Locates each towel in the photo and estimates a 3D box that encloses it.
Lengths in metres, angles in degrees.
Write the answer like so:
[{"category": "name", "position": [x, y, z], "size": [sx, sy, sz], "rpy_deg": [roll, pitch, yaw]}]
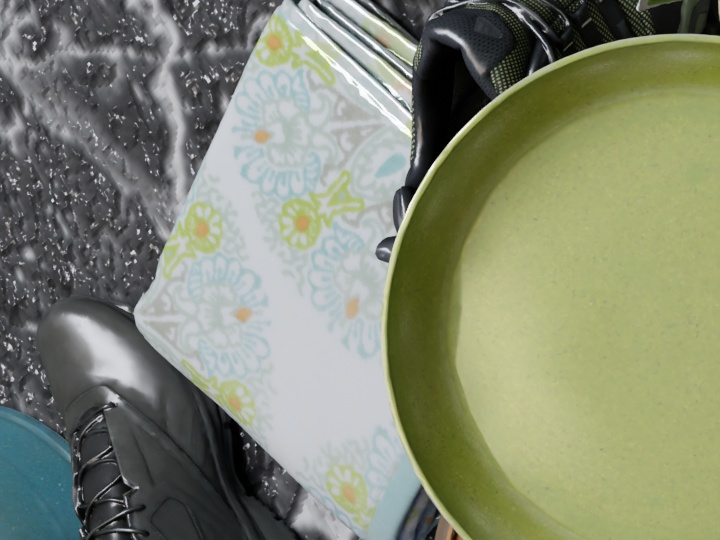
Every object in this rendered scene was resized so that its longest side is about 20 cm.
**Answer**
[{"category": "towel", "position": [0.000, 0.000, 0.877], "size": [0.171, 0.048, 0.200], "rpy_deg": [42, 122, 24]}]

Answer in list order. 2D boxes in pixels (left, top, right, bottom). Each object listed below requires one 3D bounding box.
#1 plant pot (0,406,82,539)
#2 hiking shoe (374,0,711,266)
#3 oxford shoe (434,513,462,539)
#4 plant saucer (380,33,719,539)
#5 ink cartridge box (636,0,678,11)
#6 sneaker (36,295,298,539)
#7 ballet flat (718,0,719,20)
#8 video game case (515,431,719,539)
[{"category": "plant pot", "position": [-0.234, 0.185, 1.006], "size": [0.200, 0.188, 0.201], "rpy_deg": [10, 107, 34]}, {"category": "hiking shoe", "position": [0.069, -0.082, 0.743], "size": [0.076, 0.101, 0.201], "rpy_deg": [18, 87, 27]}, {"category": "oxford shoe", "position": [0.087, 0.071, 0.815], "size": [0.071, 0.071, 0.200], "rpy_deg": [36, 119, 20]}, {"category": "plant saucer", "position": [0.107, 0.021, 0.694], "size": [0.199, 0.031, 0.201], "rpy_deg": [1, 97, 10]}, {"category": "ink cartridge box", "position": [0.133, -0.169, 0.636], "size": [0.076, 0.200, 0.148], "rpy_deg": [35, 119, 25]}, {"category": "sneaker", "position": [-0.097, 0.100, 0.945], "size": [0.076, 0.091, 0.200], "rpy_deg": [-44, 74, 37]}, {"category": "ballet flat", "position": [0.162, -0.018, 0.740], "size": [0.067, 0.062, 0.201], "rpy_deg": [-10, 95, 38]}, {"category": "video game case", "position": [0.174, 0.142, 0.729], "size": [0.182, 0.022, 0.200], "rpy_deg": [-26, 94, 10]}]
